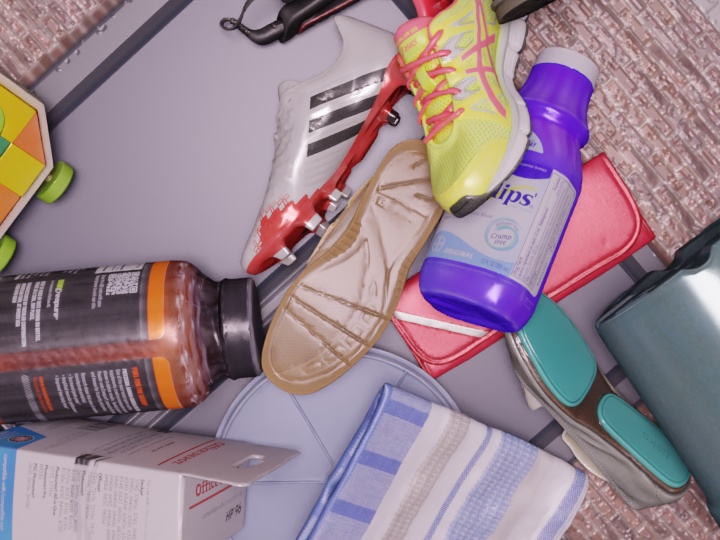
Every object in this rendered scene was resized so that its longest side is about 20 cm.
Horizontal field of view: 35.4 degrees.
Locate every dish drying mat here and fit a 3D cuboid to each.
[{"bbox_3d":[0.115,-0.001,0.834,0.200,0.018,0.077,-33,93,3],"label":"dish drying mat"}]

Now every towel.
[{"bbox_3d":[0.063,0.177,0.808,0.199,0.024,0.147,27,94,-27],"label":"towel"}]

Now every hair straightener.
[{"bbox_3d":[-0.012,-0.218,0.792,0.199,0.077,0.041,-23,65,6],"label":"hair straightener"}]

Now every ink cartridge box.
[{"bbox_3d":[-0.153,0.152,0.777,0.199,0.116,0.068,5,94,16],"label":"ink cartridge box"}]

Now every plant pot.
[{"bbox_3d":[0.276,0.068,0.763,0.200,0.200,0.196,-38,85,3],"label":"plant pot"}]

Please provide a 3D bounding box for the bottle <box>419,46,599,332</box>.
[{"bbox_3d":[0.111,-0.059,0.786,0.083,0.065,0.201,15,74,35],"label":"bottle"}]

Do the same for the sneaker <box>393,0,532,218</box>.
[{"bbox_3d":[0.058,-0.125,0.752,0.090,0.078,0.201,24,51,-27],"label":"sneaker"}]

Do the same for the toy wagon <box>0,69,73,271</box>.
[{"bbox_3d":[-0.306,-0.056,0.789,0.155,0.040,0.200,37,92,-29],"label":"toy wagon"}]

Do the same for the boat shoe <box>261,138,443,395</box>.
[{"bbox_3d":[0.000,0.000,0.810,0.074,0.069,0.200,35,89,-2],"label":"boat shoe"}]

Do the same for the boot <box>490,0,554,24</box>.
[{"bbox_3d":[0.091,-0.274,0.747,0.072,0.182,0.201,-21,103,30],"label":"boot"}]

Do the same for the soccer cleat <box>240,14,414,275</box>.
[{"bbox_3d":[-0.036,-0.090,0.808,0.085,0.069,0.200,35,91,6],"label":"soccer cleat"}]

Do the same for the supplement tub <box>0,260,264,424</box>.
[{"bbox_3d":[-0.170,0.049,0.796,0.199,0.107,0.108,-5,95,1],"label":"supplement tub"}]

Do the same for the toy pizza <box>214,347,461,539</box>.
[{"bbox_3d":[-0.012,0.153,0.841,0.199,0.032,0.201,0,96,-1],"label":"toy pizza"}]

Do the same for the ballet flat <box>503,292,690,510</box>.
[{"bbox_3d":[0.156,0.098,0.822,0.200,0.067,0.064,47,138,-3],"label":"ballet flat"}]
